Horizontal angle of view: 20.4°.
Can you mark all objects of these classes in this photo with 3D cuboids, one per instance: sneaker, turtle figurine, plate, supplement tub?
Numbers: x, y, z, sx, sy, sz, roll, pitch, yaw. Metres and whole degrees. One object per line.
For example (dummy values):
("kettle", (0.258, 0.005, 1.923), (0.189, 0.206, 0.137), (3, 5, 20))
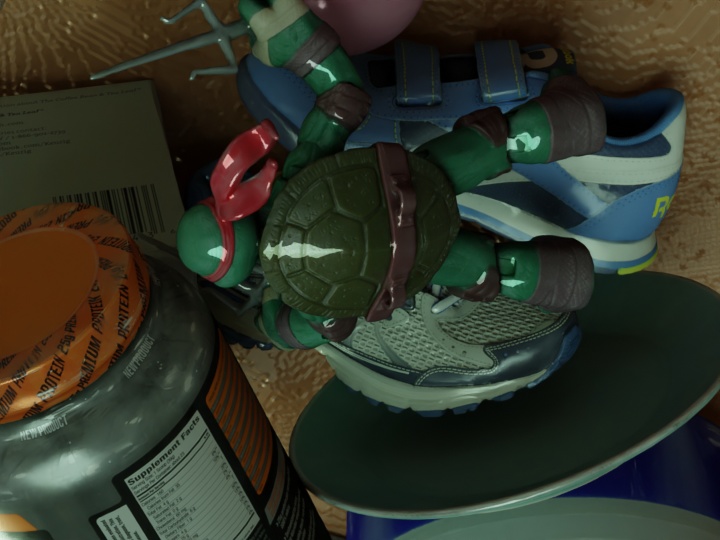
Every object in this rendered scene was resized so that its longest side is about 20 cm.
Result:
("sneaker", (0.046, -0.068, 0.849), (0.199, 0.074, 0.082), (16, 121, -12))
("sneaker", (0.000, 0.000, 0.863), (0.199, 0.077, 0.085), (13, 130, 28))
("turtle figurine", (-0.004, -0.023, 0.756), (0.199, 0.101, 0.150), (-3, 124, -25))
("plate", (0.067, 0.057, 0.855), (0.199, 0.200, 0.026), (-13, 111, 16))
("supplement tub", (-0.093, 0.078, 0.773), (0.122, 0.123, 0.200), (-12, 129, 15))

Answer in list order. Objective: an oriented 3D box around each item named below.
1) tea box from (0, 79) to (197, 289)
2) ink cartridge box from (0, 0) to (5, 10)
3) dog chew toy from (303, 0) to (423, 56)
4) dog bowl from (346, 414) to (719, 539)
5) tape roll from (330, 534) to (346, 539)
("tea box", (-0.175, 0.041, 0.884), (0.199, 0.134, 0.197), (-8, 129, -10))
("ink cartridge box", (-0.205, -0.131, 0.578), (0.116, 0.068, 0.200), (-29, 118, 25))
("dog chew toy", (-0.003, -0.165, 0.754), (0.124, 0.125, 0.201), (9, 136, 0))
("dog bowl", (0.092, 0.139, 0.951), (0.199, 0.079, 0.200), (-1, 146, -1))
("tape roll", (-0.041, 0.233, 1.084), (0.199, 0.066, 0.201), (4, 127, 5))
